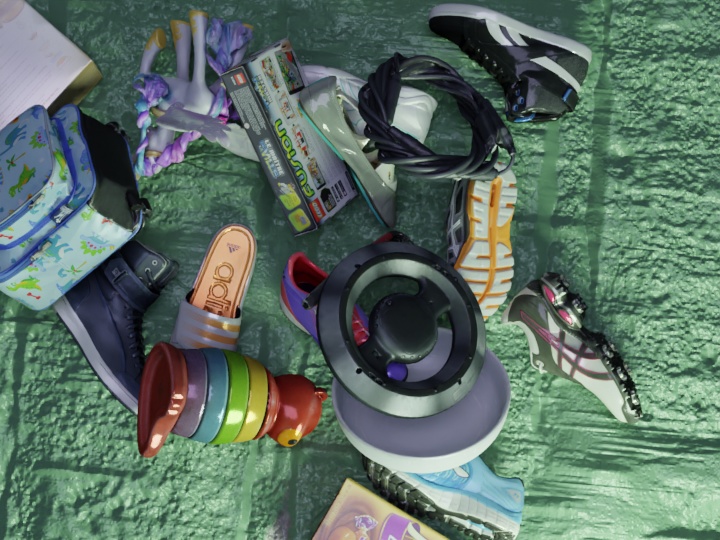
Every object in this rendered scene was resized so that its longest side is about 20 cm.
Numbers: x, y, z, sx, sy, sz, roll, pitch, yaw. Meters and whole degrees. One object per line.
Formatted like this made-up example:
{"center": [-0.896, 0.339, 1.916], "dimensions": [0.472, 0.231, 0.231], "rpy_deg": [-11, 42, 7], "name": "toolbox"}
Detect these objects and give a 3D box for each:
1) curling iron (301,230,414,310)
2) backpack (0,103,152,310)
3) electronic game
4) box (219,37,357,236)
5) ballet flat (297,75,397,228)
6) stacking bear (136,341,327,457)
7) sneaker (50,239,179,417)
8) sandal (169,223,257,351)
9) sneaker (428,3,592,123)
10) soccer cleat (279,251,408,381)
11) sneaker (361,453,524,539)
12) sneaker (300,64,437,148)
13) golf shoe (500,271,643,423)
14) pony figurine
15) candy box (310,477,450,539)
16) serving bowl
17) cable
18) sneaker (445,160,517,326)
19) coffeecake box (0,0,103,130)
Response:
{"center": [0.000, 0.000, 1.649], "dimensions": [0.050, 0.026, 0.200], "rpy_deg": [41, 39, 18], "name": "curling iron"}
{"center": [-0.358, -0.073, 1.635], "dimensions": [0.200, 0.147, 0.183], "rpy_deg": [-42, 43, 18], "name": "backpack"}
{"center": [0.046, 0.063, 1.600], "dimensions": [0.199, 0.042, 0.201], "rpy_deg": [8, 67, -19], "name": "electronic game"}
{"center": [-0.078, -0.152, 1.663], "dimensions": [0.035, 0.110, 0.201], "rpy_deg": [-15, 106, 33], "name": "box"}
{"center": [0.004, -0.135, 1.673], "dimensions": [0.064, 0.067, 0.200], "rpy_deg": [-32, 115, 10], "name": "ballet flat"}
{"center": [-0.137, 0.146, 1.633], "dimensions": [0.199, 0.122, 0.114], "rpy_deg": [10, 45, -24], "name": "stacking bear"}
{"center": [-0.251, 0.060, 1.679], "dimensions": [0.146, 0.077, 0.203], "rpy_deg": [-35, 82, -2], "name": "sneaker"}
{"center": [-0.173, 0.041, 1.690], "dimensions": [0.079, 0.059, 0.208], "rpy_deg": [13, 82, 2], "name": "sandal"}
{"center": [0.165, -0.236, 1.722], "dimensions": [0.199, 0.073, 0.113], "rpy_deg": [17, 81, 1], "name": "sneaker"}
{"center": [-0.022, 0.058, 1.642], "dimensions": [0.068, 0.073, 0.200], "rpy_deg": [-28, 52, -27], "name": "soccer cleat"}
{"center": [0.095, 0.234, 1.666], "dimensions": [0.199, 0.079, 0.090], "rpy_deg": [25, 60, 5], "name": "sneaker"}
{"center": [-0.014, -0.188, 1.719], "dimensions": [0.199, 0.070, 0.081], "rpy_deg": [14, 85, 2], "name": "sneaker"}
{"center": [0.247, 0.100, 1.684], "dimensions": [0.088, 0.077, 0.200], "rpy_deg": [-37, 80, 15], "name": "golf shoe"}
{"center": [-0.186, -0.193, 1.695], "dimensions": [0.192, 0.166, 0.201], "rpy_deg": [8, 84, 34], "name": "pony figurine"}
{"center": [0.040, 0.334, 1.649], "dimensions": [0.199, 0.056, 0.117], "rpy_deg": [30, 82, 3], "name": "candy box"}
{"center": [0.068, 0.154, 1.640], "dimensions": [0.199, 0.066, 0.201], "rpy_deg": [-2, 42, 2], "name": "serving bowl"}
{"center": [0.074, -0.170, 1.647], "dimensions": [0.162, 0.051, 0.201], "rpy_deg": [-12, 54, -22], "name": "cable"}
{"center": [0.131, -0.031, 1.697], "dimensions": [0.078, 0.077, 0.201], "rpy_deg": [6, 99, -29], "name": "sneaker"}
{"center": [-0.432, -0.246, 1.727], "dimensions": [0.200, 0.073, 0.154], "rpy_deg": [41, 84, 6], "name": "coffeecake box"}
